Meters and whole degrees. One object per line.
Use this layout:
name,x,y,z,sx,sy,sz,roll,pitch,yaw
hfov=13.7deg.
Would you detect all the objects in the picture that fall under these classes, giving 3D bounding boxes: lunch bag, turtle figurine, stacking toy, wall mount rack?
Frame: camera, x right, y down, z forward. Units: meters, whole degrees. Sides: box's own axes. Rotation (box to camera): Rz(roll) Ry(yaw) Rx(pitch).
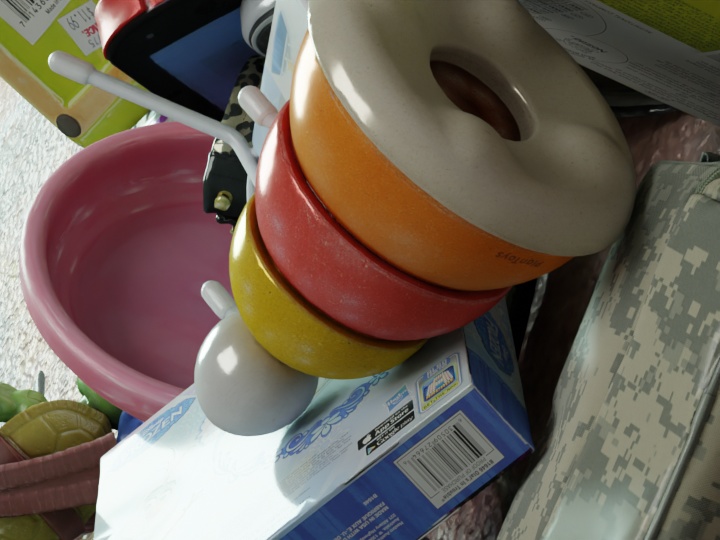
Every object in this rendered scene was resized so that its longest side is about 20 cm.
lunch bag,0.136,0.057,1.113,0.168,0.139,0.201,20,87,63
turtle figurine,-0.201,0.107,1.492,0.200,0.144,0.194,33,71,23
stacking toy,-0.005,-0.008,1.145,0.200,0.146,0.147,-49,35,29
wall mount rack,-0.061,-0.081,1.264,0.174,0.074,0.201,57,149,34

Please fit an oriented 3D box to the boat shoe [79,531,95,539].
boat shoe,-0.114,0.158,1.396,0.071,0.064,0.200,48,114,11

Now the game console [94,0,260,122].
game console,-0.020,-0.126,1.399,0.176,0.200,0.031,-23,75,10

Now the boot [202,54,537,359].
boot,0.000,0.000,1.361,0.074,0.153,0.205,75,-152,-68

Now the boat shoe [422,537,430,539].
boat shoe,0.004,0.144,1.365,0.200,0.069,0.071,-135,34,-76

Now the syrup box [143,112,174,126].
syrup box,-0.072,0.005,1.559,0.081,0.078,0.201,-44,38,40

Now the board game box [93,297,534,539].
board game box,-0.025,0.076,1.223,0.200,0.043,0.199,-38,20,14

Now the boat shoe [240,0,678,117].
boat shoe,0.046,-0.094,1.324,0.074,0.198,0.068,106,166,-62

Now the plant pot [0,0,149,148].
plant pot,-0.129,-0.196,1.597,0.200,0.199,0.182,-39,11,44

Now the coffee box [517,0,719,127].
coffee box,0.150,-0.182,1.173,0.197,0.199,0.201,1,73,60

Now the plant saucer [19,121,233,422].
plant saucer,-0.066,0.011,1.447,0.201,0.199,0.051,-103,20,-44
